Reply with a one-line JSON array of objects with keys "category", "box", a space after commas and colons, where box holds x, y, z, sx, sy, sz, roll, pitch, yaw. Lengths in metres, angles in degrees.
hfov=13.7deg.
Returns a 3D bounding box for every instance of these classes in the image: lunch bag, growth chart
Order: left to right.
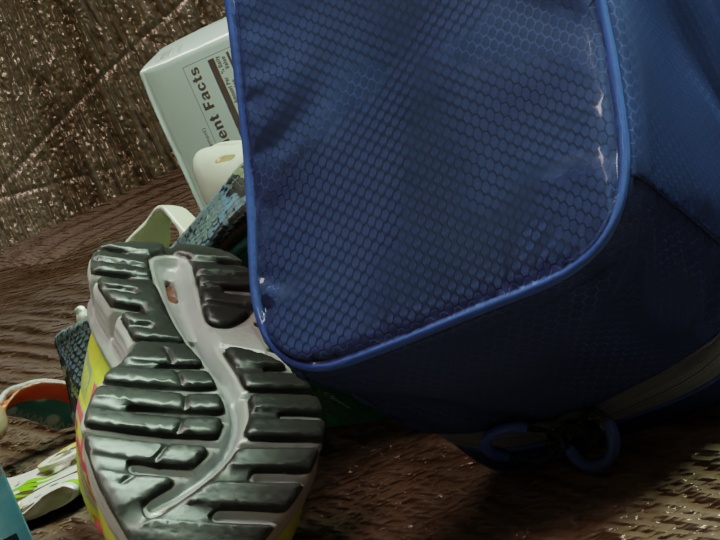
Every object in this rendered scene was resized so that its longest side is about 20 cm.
[{"category": "growth chart", "box": [-0.140, 0.092, 1.301, 0.199, 0.018, 0.145, -24, 7, 12]}, {"category": "lunch bag", "box": [0.053, -0.035, 0.906, 0.135, 0.201, 0.132, -19, -27, 30]}]

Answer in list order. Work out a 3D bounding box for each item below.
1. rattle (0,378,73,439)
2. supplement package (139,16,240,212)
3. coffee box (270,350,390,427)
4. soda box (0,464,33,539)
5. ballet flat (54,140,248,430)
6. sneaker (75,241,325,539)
[{"category": "rattle", "box": [-0.238, 0.054, 1.453, 0.199, 0.143, 0.130, -30, -12, 3]}, {"category": "supplement package", "box": [-0.019, -0.050, 1.389, 0.111, 0.156, 0.200, -24, 7, 1]}, {"category": "coffee box", "box": [0.000, 0.000, 1.166, 0.200, 0.044, 0.123, -11, 49, 62]}, {"category": "soda box", "box": [-0.184, 0.039, 1.062, 0.068, 0.201, 0.064, -25, 7, -27]}, {"category": "ballet flat", "box": [-0.053, -0.008, 1.121, 0.200, 0.074, 0.074, -44, -5, 30]}, {"category": "sneaker", "box": [-0.059, 0.068, 1.002, 0.078, 0.091, 0.200, 7, 24, -8]}]
